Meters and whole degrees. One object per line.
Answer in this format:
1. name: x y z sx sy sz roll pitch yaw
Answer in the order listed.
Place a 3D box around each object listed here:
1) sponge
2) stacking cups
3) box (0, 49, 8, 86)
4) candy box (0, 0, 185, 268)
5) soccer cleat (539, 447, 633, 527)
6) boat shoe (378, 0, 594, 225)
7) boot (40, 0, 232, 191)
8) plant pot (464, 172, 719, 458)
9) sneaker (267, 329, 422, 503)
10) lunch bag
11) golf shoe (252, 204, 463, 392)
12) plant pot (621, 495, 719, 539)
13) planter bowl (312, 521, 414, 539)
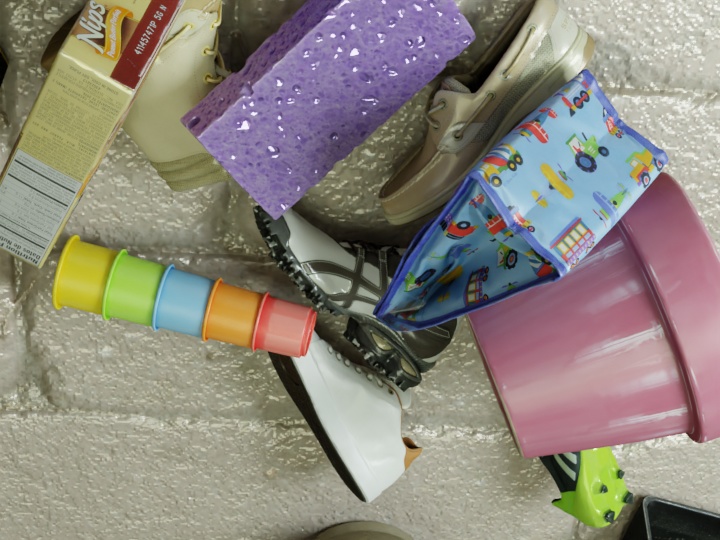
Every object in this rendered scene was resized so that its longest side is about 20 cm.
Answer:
1. sponge: -0.019 -0.135 1.069 0.200 0.030 0.112 -43 137 2
2. stacking cups: -0.133 0.022 1.184 0.199 0.061 0.061 13 124 0
3. box: -0.360 -0.187 1.054 0.159 0.049 0.201 -17 124 11
4. candy box: -0.183 -0.104 1.002 0.055 0.116 0.200 28 138 -10
5. soccer cleat: 0.175 0.125 1.291 0.067 0.081 0.201 -28 115 -38
6. boat shoe: 0.078 -0.117 1.118 0.065 0.072 0.200 40 108 -20
7. boot: -0.104 -0.148 1.077 0.199 0.073 0.156 -29 120 24
8. plant pot: 0.180 0.050 1.146 0.178 0.200 0.201 -21 124 1
9. sneaker: -0.013 0.092 1.268 0.085 0.073 0.201 -35 119 -13
10. lunch bag: 0.100 -0.028 1.100 0.094 0.151 0.200 47 143 0
11. golf shoe: 0.000 0.000 1.201 0.094 0.078 0.200 -44 117 -1
12. plant pot: 0.313 0.355 1.389 0.199 0.201 0.178 16 133 -14
13. planter bowl: 0.004 0.310 1.366 0.199 0.135 0.201 -2 125 -2
